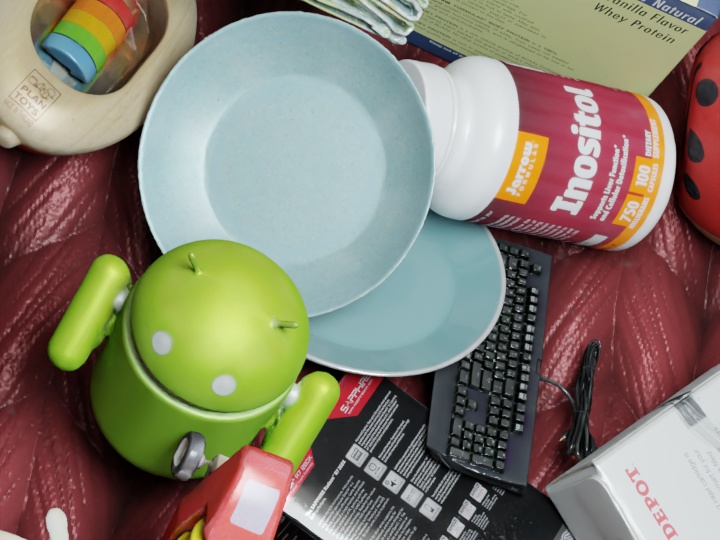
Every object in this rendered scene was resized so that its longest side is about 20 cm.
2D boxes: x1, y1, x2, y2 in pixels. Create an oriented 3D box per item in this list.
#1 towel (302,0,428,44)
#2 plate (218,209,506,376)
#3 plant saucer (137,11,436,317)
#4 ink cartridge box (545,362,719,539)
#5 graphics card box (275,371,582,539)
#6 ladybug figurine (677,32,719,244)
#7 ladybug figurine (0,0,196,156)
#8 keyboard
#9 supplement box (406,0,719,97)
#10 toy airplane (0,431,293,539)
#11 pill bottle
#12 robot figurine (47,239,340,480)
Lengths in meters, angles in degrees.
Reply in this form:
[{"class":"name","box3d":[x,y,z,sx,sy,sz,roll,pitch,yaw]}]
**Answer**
[{"class":"towel","box3d":[-0.060,-0.217,1.622,0.170,0.200,0.048,22,96,-28]},{"class":"plate","box3d":[0.000,0.000,1.633,0.199,0.026,0.201,8,48,-9]},{"class":"plant saucer","box3d":[-0.046,-0.068,1.584,0.199,0.039,0.203,0,87,9]},{"class":"ink cartridge box","box3d":[0.242,0.148,1.596,0.199,0.083,0.146,-31,88,-27]},{"class":"graphics card box","box3d":[0.041,0.167,1.591,0.199,0.051,0.126,35,62,0]},{"class":"ladybug figurine","box3d":[0.263,-0.097,1.680,0.071,0.201,0.136,4,46,3]},{"class":"ladybug figurine","box3d":[-0.192,-0.150,1.624,0.136,0.072,0.200,44,55,-9]},{"class":"keyboard","box3d":[0.113,0.066,1.640,0.126,0.021,0.201,21,50,-13]},{"class":"supplement box","box3d":[0.145,-0.227,1.692,0.199,0.200,0.135,24,65,-6]},{"class":"toy airplane","box3d":[-0.112,0.213,1.445,0.199,0.200,0.141,-15,28,4]},{"class":"pill bottle","box3d":[0.108,-0.083,1.650,0.199,0.113,0.114,10,66,-29]},{"class":"robot figurine","box3d":[-0.101,0.056,1.506,0.175,0.200,0.116,31,56,-4]}]
